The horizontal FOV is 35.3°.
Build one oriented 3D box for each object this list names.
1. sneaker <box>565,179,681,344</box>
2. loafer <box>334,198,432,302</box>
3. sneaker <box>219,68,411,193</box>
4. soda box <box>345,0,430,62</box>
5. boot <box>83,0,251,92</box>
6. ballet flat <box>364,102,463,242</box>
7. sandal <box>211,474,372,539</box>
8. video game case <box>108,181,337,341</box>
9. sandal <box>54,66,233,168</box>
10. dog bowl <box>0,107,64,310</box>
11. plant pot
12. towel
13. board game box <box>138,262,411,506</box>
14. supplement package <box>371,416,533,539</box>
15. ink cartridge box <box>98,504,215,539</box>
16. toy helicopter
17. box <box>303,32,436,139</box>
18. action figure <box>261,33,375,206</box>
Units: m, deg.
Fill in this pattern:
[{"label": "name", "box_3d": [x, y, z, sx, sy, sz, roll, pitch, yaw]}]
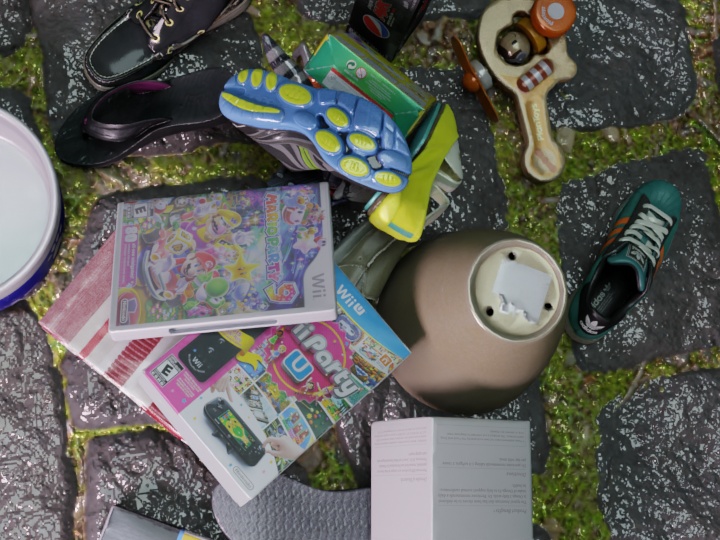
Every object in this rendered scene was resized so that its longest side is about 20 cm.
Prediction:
[{"label": "sneaker", "box_3d": [0.284, -0.014, 1.171, 0.071, 0.080, 0.201, 33, 76, -1]}, {"label": "loafer", "box_3d": [0.000, 0.000, 1.131, 0.199, 0.075, 0.070, -38, 86, -7]}, {"label": "sneaker", "box_3d": [-0.036, -0.125, 1.034, 0.198, 0.083, 0.071, 24, 79, 21]}, {"label": "soda box", "box_3d": [0.039, -0.283, 1.124, 0.063, 0.200, 0.071, 35, 76, -1]}, {"label": "boot", "box_3d": [-0.190, -0.267, 1.108, 0.203, 0.154, 0.074, -36, 86, -14]}, {"label": "ballet flat", "box_3d": [0.064, -0.092, 1.103, 0.067, 0.067, 0.201, 36, 40, -3]}, {"label": "sandal", "box_3d": [-0.050, 0.239, 1.095, 0.198, 0.043, 0.077, 10, 77, -18]}, {"label": "video game case", "box_3d": [-0.122, -0.011, 1.011, 0.197, 0.018, 0.145, -5, 54, 1]}, {"label": "sandal", "box_3d": [-0.217, -0.160, 1.110, 0.198, 0.048, 0.076, -17, 67, 11]}, {"label": "dog bowl", "box_3d": [-0.385, -0.057, 1.077, 0.197, 0.079, 0.203, 2, 78, -9]}, {"label": "plant pot", "box_3d": [0.122, 0.035, 1.077, 0.185, 0.200, 0.190, 2, 78, -9]}, {"label": "towel", "box_3d": [-0.176, 0.056, 1.047, 0.199, 0.023, 0.145, 38, 69, 0]}, {"label": "board game box", "box_3d": [-0.077, 0.087, 1.018, 0.200, 0.064, 0.148, -40, 86, -23]}, {"label": "supplement package", "box_3d": [0.084, 0.243, 1.059, 0.116, 0.117, 0.203, 7, 77, -29]}, {"label": "ink cartridge box", "box_3d": [-0.176, 0.346, 1.052, 0.195, 0.047, 0.202, 20, 75, -6]}, {"label": "toy helicopter", "box_3d": [0.168, -0.189, 1.192, 0.130, 0.079, 0.203, -10, 85, -10]}, {"label": "box", "box_3d": [0.015, -0.184, 1.118, 0.117, 0.200, 0.049, 38, 106, -1]}, {"label": "action figure", "box_3d": [-0.057, -0.131, 1.112, 0.193, 0.105, 0.199, 44, 51, 18]}]
